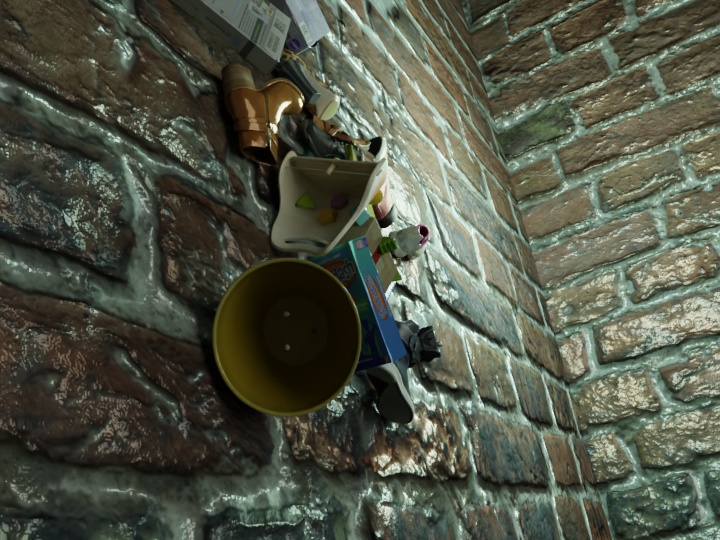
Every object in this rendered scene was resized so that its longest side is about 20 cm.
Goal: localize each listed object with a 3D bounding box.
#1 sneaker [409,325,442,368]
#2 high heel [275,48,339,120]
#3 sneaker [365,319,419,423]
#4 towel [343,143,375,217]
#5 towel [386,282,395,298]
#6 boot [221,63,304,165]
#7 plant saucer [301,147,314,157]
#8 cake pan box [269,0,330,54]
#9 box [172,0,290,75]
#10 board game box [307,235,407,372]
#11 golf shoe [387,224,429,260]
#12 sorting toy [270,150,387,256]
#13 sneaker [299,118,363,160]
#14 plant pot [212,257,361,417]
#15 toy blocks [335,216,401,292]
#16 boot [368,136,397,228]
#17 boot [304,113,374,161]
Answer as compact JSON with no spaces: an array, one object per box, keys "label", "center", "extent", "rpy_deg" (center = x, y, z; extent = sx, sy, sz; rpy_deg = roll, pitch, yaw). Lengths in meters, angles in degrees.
[{"label":"sneaker","center":[0.092,0.148,1.415],"extent":[0.199,0.112,0.077],"rpy_deg":[18,54,-61]},{"label":"high heel","center":[-0.113,-0.387,1.477],"extent":[0.143,0.071,0.200],"rpy_deg":[51,8,9]},{"label":"sneaker","center":[0.072,0.178,1.318],"extent":[0.205,0.075,0.148],"rpy_deg":[75,27,-45]},{"label":"towel","center":[0.003,-0.134,1.348],"extent":[0.202,0.018,0.088],"rpy_deg":[69,13,-48]},{"label":"towel","center":[0.029,0.004,1.505],"extent":[0.147,0.023,0.201],"rpy_deg":[63,24,-18]},{"label":"boot","center":[-0.159,-0.257,1.245],"extent":[0.198,0.073,0.159],"rpy_deg":[5,65,-51]},{"label":"plant saucer","center":[-0.072,-0.136,1.380],"extent":[0.200,0.035,0.204],"rpy_deg":[49,31,-41]},{"label":"cake pan box","center":[-0.146,-0.579,1.556],"extent":[0.203,0.051,0.185],"rpy_deg":[61,27,-20]},{"label":"box","center":[-0.217,-0.448,1.232],"extent":[0.198,0.041,0.158],"rpy_deg":[35,38,-26]},{"label":"board game box","center":[-0.019,0.064,1.187],"extent":[0.044,0.150,0.205],"rpy_deg":[-19,87,-44]},{"label":"golf shoe","center":[0.136,-0.072,1.719],"extent":[0.199,0.090,0.077],"rpy_deg":[-12,80,-68]},{"label":"sorting toy","center":[-0.064,-0.100,1.200],"extent":[0.182,0.196,0.108],"rpy_deg":[-60,144,-32]},{"label":"sneaker","center":[-0.045,-0.225,1.354],"extent":[0.200,0.079,0.076],"rpy_deg":[47,10,-46]},{"label":"plant pot","center":[-0.096,0.089,0.996],"extent":[0.142,0.195,0.205],"rpy_deg":[106,-37,-88]},{"label":"toy blocks","center":[0.000,0.000,1.339],"extent":[0.138,0.098,0.202],"rpy_deg":[-58,143,-27]},{"label":"boot","center":[0.047,-0.200,1.654],"extent":[0.145,0.071,0.204],"rpy_deg":[50,38,-39]},{"label":"boot","center":[-0.057,-0.266,1.488],"extent":[0.153,0.078,0.201],"rpy_deg":[29,17,-18]}]
